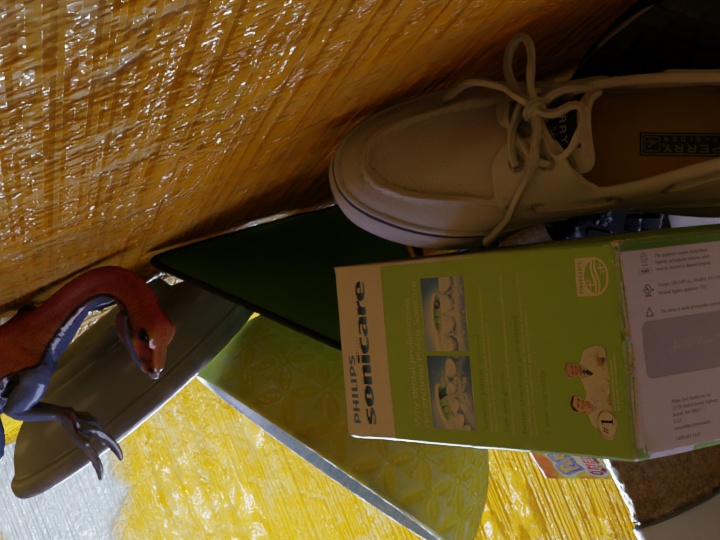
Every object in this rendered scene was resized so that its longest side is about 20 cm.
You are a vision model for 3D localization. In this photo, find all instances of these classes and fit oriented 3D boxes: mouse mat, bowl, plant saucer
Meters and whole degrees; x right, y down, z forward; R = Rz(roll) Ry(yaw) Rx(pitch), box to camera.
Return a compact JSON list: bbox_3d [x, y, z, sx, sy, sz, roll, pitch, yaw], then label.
[{"bbox_3d":[0.000,0.000,0.861,0.160,0.008,0.199,22,-157,31],"label":"mouse mat"},{"bbox_3d":[0.008,0.077,0.933,0.108,0.199,0.200,-55,-177,-10],"label":"bowl"},{"bbox_3d":[-0.150,0.057,0.945,0.200,0.050,0.200,-39,-170,8],"label":"plant saucer"}]

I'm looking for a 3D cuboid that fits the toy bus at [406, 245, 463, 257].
[{"bbox_3d":[0.080,-0.056,0.846,0.078,0.066,0.199,-28,175,32],"label":"toy bus"}]

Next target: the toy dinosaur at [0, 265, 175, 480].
[{"bbox_3d":[-0.185,0.063,0.801,0.199,0.106,0.182,-4,145,-42],"label":"toy dinosaur"}]

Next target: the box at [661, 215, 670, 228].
[{"bbox_3d":[0.196,-0.003,1.090,0.159,0.049,0.200,-64,-174,-11],"label":"box"}]

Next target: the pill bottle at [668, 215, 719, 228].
[{"bbox_3d":[0.222,-0.072,0.858,0.110,0.111,0.200,-23,-164,15],"label":"pill bottle"}]

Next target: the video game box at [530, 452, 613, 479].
[{"bbox_3d":[0.171,0.066,0.957,0.180,0.200,0.047,-2,-127,30],"label":"video game box"}]

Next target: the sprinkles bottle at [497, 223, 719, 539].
[{"bbox_3d":[0.147,0.060,0.835,0.068,0.202,0.068,-26,175,-2],"label":"sprinkles bottle"}]

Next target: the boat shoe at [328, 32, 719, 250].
[{"bbox_3d":[0.083,-0.053,0.623,0.199,0.076,0.086,0,163,7],"label":"boat shoe"}]

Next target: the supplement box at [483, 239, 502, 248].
[{"bbox_3d":[0.060,-0.010,1.008,0.198,0.062,0.109,-13,164,9],"label":"supplement box"}]

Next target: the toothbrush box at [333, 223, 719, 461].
[{"bbox_3d":[0.102,0.028,0.674,0.144,0.087,0.199,-6,179,-32],"label":"toothbrush box"}]

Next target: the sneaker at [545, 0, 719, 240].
[{"bbox_3d":[0.133,-0.091,0.733,0.075,0.088,0.200,15,152,-1],"label":"sneaker"}]
